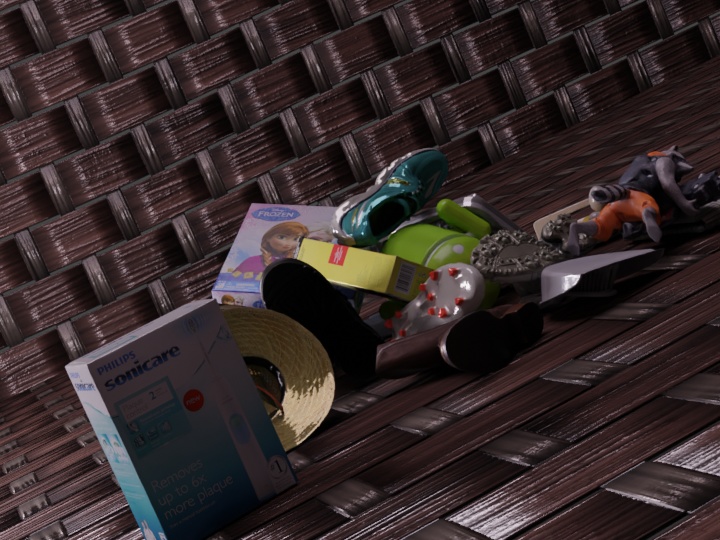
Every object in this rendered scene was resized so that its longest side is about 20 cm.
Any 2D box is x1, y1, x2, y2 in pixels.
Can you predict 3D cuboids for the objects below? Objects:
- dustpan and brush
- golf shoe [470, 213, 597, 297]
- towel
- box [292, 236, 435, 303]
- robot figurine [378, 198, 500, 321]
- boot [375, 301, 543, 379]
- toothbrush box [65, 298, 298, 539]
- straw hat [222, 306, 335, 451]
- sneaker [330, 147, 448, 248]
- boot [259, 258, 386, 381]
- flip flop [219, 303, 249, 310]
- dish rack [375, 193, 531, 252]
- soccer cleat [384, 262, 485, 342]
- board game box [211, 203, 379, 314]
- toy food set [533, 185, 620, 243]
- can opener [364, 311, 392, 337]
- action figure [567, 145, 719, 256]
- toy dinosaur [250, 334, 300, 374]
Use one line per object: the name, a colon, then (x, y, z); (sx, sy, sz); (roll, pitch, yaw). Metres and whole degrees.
dustpan and brush: (0.237, 0.019, 1.657); (0.139, 0.058, 0.199); (-15, 6, -35)
golf shoe: (0.201, 0.001, 1.735); (0.199, 0.078, 0.098); (-12, -46, -40)
towel: (0.444, -0.092, 1.826); (0.192, 0.035, 0.200); (-27, 6, -21)
box: (0.000, 0.000, 1.807); (0.075, 0.051, 0.199); (19, -3, -38)
robot figurine: (0.099, 0.005, 1.844); (0.176, 0.115, 0.200); (-58, 33, -8)
boot: (0.075, 0.089, 1.574); (0.199, 0.065, 0.186); (-15, -3, 38)
toothbrush box: (-0.172, 0.148, 1.402); (0.146, 0.201, 0.085); (-26, 6, -26)
straw hat: (-0.131, 0.146, 1.635); (0.200, 0.201, 0.085); (-28, -26, -29)
sneaker: (0.052, -0.088, 1.892); (0.200, 0.078, 0.079); (-42, 26, -29)
boot: (-0.064, 0.041, 1.767); (0.079, 0.211, 0.158); (-43, 31, 0)
flip flop: (-0.167, 0.082, 1.915); (0.080, 0.058, 0.200); (8, -15, -3)
dish rack: (0.137, -0.037, 1.959); (0.199, 0.171, 0.044); (-21, 46, 43)
soccer cleat: (0.100, 0.043, 1.695); (0.077, 0.070, 0.200); (0, -23, -28)
board game box: (-0.080, -0.015, 1.984); (0.198, 0.041, 0.200); (3, 39, 13)
toy food set: (0.306, -0.070, 2.041); (0.143, 0.061, 0.200); (-23, 6, 13)
can opener: (0.087, 0.039, 1.975); (0.199, 0.067, 0.053); (-27, 1, 27)
action figure: (0.348, -0.096, 1.703); (0.199, 0.105, 0.193); (-28, 10, 41)
toy dinosaur: (-0.147, 0.127, 1.723); (0.201, 0.101, 0.058); (-55, -12, 15)
